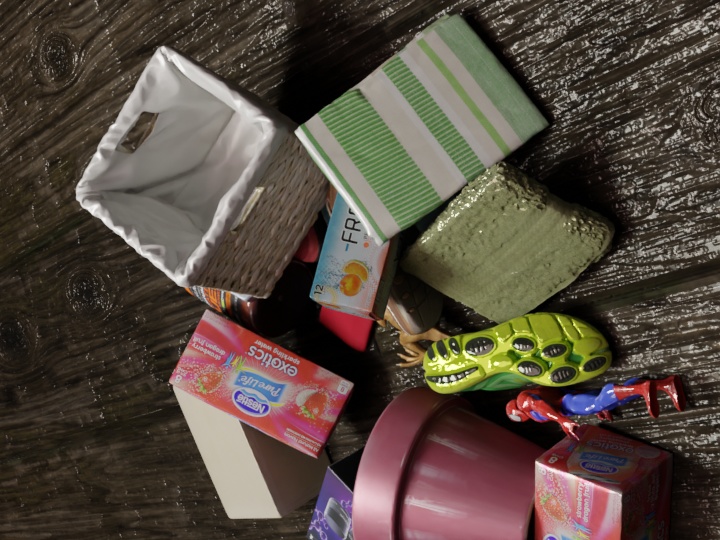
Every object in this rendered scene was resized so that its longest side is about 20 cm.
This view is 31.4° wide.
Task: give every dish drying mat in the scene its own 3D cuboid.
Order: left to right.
[{"bbox_3d":[0.000,0.000,1.478,0.077,0.018,0.201,39,132,28],"label":"dish drying mat"}]

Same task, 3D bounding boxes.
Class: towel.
[{"bbox_3d":[0.056,-0.137,1.231,0.153,0.200,0.023,54,-178,14],"label":"towel"},{"bbox_3d":[0.136,-0.022,1.234,0.148,0.037,0.200,28,142,-12],"label":"towel"}]

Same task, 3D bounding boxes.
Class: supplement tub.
[{"bbox_3d":[-0.157,0.002,1.597,0.200,0.107,0.107,27,126,41],"label":"supplement tub"}]

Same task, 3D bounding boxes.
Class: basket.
[{"bbox_3d":[-0.159,-0.101,1.379,0.200,0.161,0.199,37,99,29],"label":"basket"}]

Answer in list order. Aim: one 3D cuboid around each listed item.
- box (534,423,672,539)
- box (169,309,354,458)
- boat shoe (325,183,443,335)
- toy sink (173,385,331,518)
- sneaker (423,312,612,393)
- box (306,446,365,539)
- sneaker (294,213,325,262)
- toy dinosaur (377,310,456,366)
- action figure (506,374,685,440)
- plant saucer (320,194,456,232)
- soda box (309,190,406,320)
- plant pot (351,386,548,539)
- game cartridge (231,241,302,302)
[{"bbox_3d":[0.235,0.267,1.252,0.102,0.094,0.201,18,120,39],"label":"box"},{"bbox_3d":[-0.116,0.136,1.525,0.199,0.100,0.095,27,172,2],"label":"box"},{"bbox_3d":[0.023,-0.020,1.344,0.072,0.076,0.201,-40,67,47],"label":"boat shoe"},{"bbox_3d":[-0.135,0.208,1.664,0.130,0.112,0.201,-16,99,52],"label":"toy sink"},{"bbox_3d":[0.160,0.082,1.284,0.199,0.083,0.074,-8,87,33],"label":"sneaker"},{"bbox_3d":[0.035,0.333,1.547,0.200,0.079,0.142,43,138,29],"label":"box"},{"bbox_3d":[-0.123,-0.067,1.539,0.200,0.087,0.074,42,136,30],"label":"sneaker"},{"bbox_3d":[0.065,0.062,1.381,0.199,0.061,0.106,27,155,14],"label":"toy dinosaur"},{"bbox_3d":[0.216,0.131,1.241,0.200,0.065,0.052,-8,93,50],"label":"action figure"},{"bbox_3d":[0.029,-0.096,1.375,0.200,0.027,0.201,16,115,38],"label":"plant saucer"},{"bbox_3d":[0.011,-0.055,1.269,0.068,0.064,0.201,13,82,14],"label":"soda box"},{"bbox_3d":[0.115,0.236,1.326,0.178,0.200,0.201,11,116,30],"label":"plant pot"},{"bbox_3d":[-0.122,-0.072,1.482,0.133,0.040,0.201,29,95,20],"label":"game cartridge"}]
